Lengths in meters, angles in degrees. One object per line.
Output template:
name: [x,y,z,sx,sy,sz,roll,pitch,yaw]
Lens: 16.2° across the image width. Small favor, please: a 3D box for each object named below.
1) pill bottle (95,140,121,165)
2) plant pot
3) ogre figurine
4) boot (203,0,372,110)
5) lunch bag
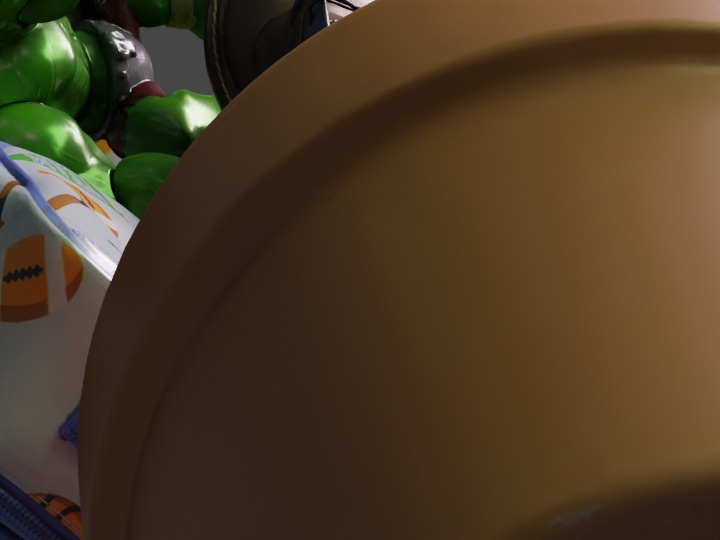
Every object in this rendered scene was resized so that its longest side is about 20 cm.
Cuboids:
pill bottle: [-0.096,-0.012,0.898,0.200,0.113,0.113,40,-1,44]
plant pot: [0.051,0.061,0.419,0.200,0.200,0.140,41,15,-20]
ogre figurine: [-0.085,-0.067,0.804,0.098,0.119,0.201,-40,-118,58]
boot: [0.004,-0.057,0.727,0.074,0.201,0.097,13,-34,-23]
lunch bag: [-0.039,0.054,0.606,0.200,0.076,0.160,42,0,-19]
